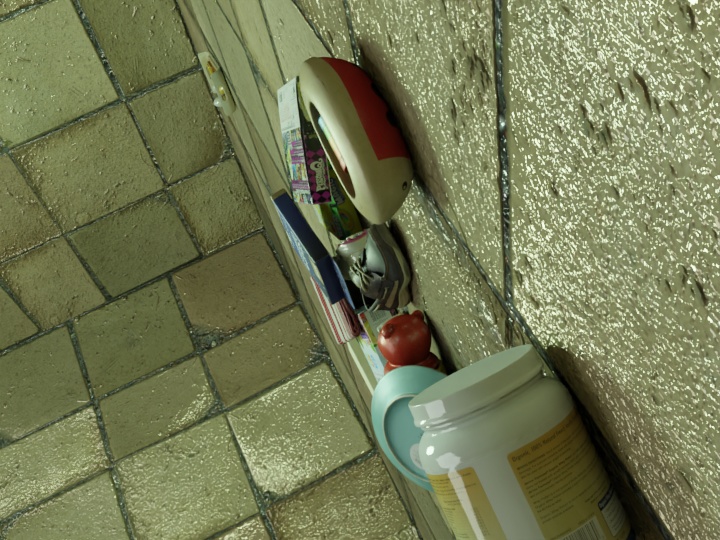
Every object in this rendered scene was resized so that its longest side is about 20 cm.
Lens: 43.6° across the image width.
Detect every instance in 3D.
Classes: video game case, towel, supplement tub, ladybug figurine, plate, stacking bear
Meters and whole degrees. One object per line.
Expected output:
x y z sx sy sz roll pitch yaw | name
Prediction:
-0.087 -0.194 1.364 0.200 0.035 0.184 -158 60 -77 | video game case
-0.046 0.059 1.609 0.200 0.023 0.146 137 112 -77 | towel
0.137 0.180 0.777 0.144 0.143 0.202 146 100 -82 | supplement tub
-0.002 -0.148 0.968 0.202 0.071 0.136 63 173 9 | ladybug figurine
0.092 0.225 1.224 0.198 0.026 0.203 16 120 30 | plate
0.077 0.159 1.294 0.113 0.120 0.202 17 125 61 | stacking bear

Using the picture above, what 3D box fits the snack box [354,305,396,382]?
0.053 0.154 1.581 0.202 0.067 0.169 64 172 0 | snack box

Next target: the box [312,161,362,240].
-0.051 -0.123 1.500 0.200 0.048 0.118 -130 18 -71 | box

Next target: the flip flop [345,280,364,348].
0.000 0.075 1.711 0.201 0.081 0.058 58 -174 13 | flip flop

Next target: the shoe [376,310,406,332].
0.081 0.160 1.449 0.070 0.053 0.202 -133 20 -67 | shoe

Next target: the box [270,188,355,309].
-0.077 -0.028 1.451 0.201 0.032 0.122 53 169 36 | box

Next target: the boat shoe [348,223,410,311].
0.026 0.007 1.265 0.075 0.073 0.201 60 171 31 | boat shoe

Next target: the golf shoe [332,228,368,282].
0.000 0.000 1.443 0.092 0.075 0.200 60 173 7 | golf shoe

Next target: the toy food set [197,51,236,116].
-0.450 -0.576 2.776 0.200 0.060 0.145 55 168 52 | toy food set

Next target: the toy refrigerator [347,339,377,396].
0.048 0.207 1.753 0.201 0.075 0.070 60 171 31 | toy refrigerator
